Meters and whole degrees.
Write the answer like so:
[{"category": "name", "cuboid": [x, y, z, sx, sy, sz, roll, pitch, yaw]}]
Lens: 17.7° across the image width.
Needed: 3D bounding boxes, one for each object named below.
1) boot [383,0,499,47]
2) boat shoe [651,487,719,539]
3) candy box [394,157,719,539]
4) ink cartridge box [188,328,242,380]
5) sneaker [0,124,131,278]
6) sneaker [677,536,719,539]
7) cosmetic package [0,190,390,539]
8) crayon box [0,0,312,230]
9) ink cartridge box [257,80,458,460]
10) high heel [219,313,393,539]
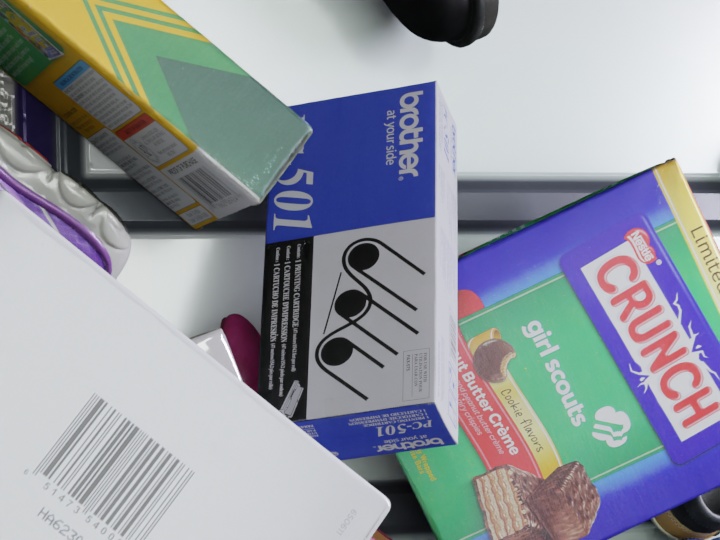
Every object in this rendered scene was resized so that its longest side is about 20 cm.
[{"category": "boot", "cuboid": [-0.040, -0.182, 1.229, 0.158, 0.079, 0.211, -33, 85, -25]}, {"category": "boat shoe", "cuboid": [0.224, 0.062, 1.307, 0.075, 0.062, 0.200, 30, 75, -12]}, {"category": "candy box", "cuboid": [0.111, 0.057, 1.227, 0.200, 0.077, 0.169, -26, 92, 2]}, {"category": "ink cartridge box", "cuboid": [-0.146, 0.133, 1.133, 0.200, 0.145, 0.147, -19, 90, -18]}, {"category": "sneaker", "cuboid": [-0.210, -0.043, 1.165, 0.200, 0.081, 0.083, 37, 81, -13]}, {"category": "sneaker", "cuboid": [0.147, 0.222, 1.248, 0.200, 0.078, 0.075, -47, 123, -32]}, {"category": "cosmetic package", "cuboid": [-0.123, 0.086, 0.963, 0.199, 0.200, 0.123, 40, 71, -9]}, {"category": "crayon box", "cuboid": [-0.129, -0.108, 1.170, 0.200, 0.126, 0.052, 39, 74, -12]}, {"category": "ink cartridge box", "cuboid": [0.000, 0.000, 1.180, 0.094, 0.044, 0.200, -9, 54, 15]}, {"category": "high heel", "cuboid": [-0.009, 0.109, 1.206, 0.096, 0.067, 0.200, -17, 96, 11]}]
